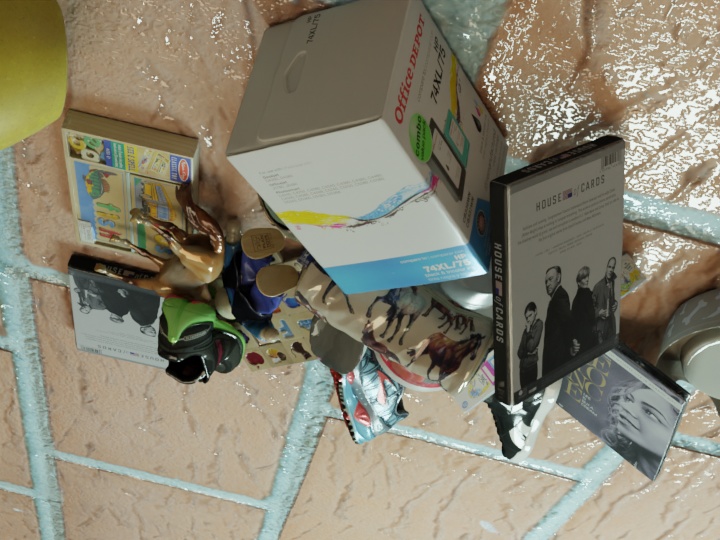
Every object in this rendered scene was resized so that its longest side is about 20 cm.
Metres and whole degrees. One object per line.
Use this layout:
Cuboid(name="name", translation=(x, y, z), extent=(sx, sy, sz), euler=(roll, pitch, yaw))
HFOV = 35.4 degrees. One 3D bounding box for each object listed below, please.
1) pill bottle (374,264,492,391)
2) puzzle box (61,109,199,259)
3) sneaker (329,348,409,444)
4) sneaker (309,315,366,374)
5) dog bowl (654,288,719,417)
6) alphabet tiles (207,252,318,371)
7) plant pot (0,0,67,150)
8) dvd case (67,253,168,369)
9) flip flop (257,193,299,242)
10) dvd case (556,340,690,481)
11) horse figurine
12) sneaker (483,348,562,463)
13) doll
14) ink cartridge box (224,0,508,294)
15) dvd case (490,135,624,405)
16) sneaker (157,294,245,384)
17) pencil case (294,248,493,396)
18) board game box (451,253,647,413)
Cuboid(name="pill bottle", translation=(0.090, 0.036, 1.150), extent=(0.111, 0.111, 0.200), euler=(17, 146, -7))
Cuboid(name="puzzle box", translation=(-0.233, -0.078, 1.165), extent=(0.133, 0.025, 0.200), euler=(12, 146, 0))
Cuboid(name="sneaker", translation=(0.013, 0.119, 1.354), extent=(0.095, 0.079, 0.200), euler=(-19, 135, -7))
Cuboid(name="sneaker", translation=(0.000, 0.000, 1.145), extent=(0.080, 0.086, 0.200), euler=(26, 120, 12))
Cuboid(name="dog bowl", translation=(0.408, 0.086, 1.168), extent=(0.200, 0.059, 0.200), euler=(9, 147, 6))
Cuboid(name="alphabet tiles", translation=(-0.086, 0.035, 1.253), extent=(0.200, 0.008, 0.167), euler=(-13, 119, 33))
Cuboid(name="plant pot", translation=(-0.323, -0.177, 0.929), extent=(0.142, 0.200, 0.200), euler=(-4, 154, -26))
Cuboid(name="dvd case", translation=(-0.279, 0.058, 1.383), extent=(0.150, 0.025, 0.200), euler=(14, 147, -2))
Cuboid(name="flip flop", translation=(-0.066, -0.071, 1.079), extent=(0.081, 0.058, 0.200), euler=(11, 158, 3))
Cuboid(name="dvd case", translation=(0.287, 0.144, 1.258), extent=(0.149, 0.016, 0.200), euler=(40, 156, 26))
Cuboid(name="horse figurine", translation=(-0.192, -0.014, 1.178), extent=(0.132, 0.050, 0.200), euler=(26, 145, -17))
Cuboid(name="sneaker", translation=(0.167, 0.152, 1.345), extent=(0.112, 0.073, 0.200), euler=(17, 142, 4))
Cuboid(name="doll", translation=(-0.115, 0.010, 1.173), extent=(0.048, 0.137, 0.200), euler=(-18, 171, -21))
Cuboid(name="ink cartridge box", translation=(0.013, -0.101, 0.940), extent=(0.146, 0.147, 0.200), euler=(-8, 142, 29))
Cuboid(name="dvd case", translation=(0.171, -0.001, 0.966), extent=(0.025, 0.150, 0.200), euler=(21, 124, 45))
Cuboid(name="sneaker", translation=(-0.184, 0.086, 1.242), extent=(0.077, 0.084, 0.200), euler=(15, 167, 15))
Cuboid(name="pencil case", translation=(0.035, 0.036, 1.046), extent=(0.200, 0.078, 0.090), euler=(30, 121, 12))
Cuboid(name="board game box", translation=(0.187, 0.066, 1.152), extent=(0.034, 0.134, 0.200), euler=(54, 144, 10))
